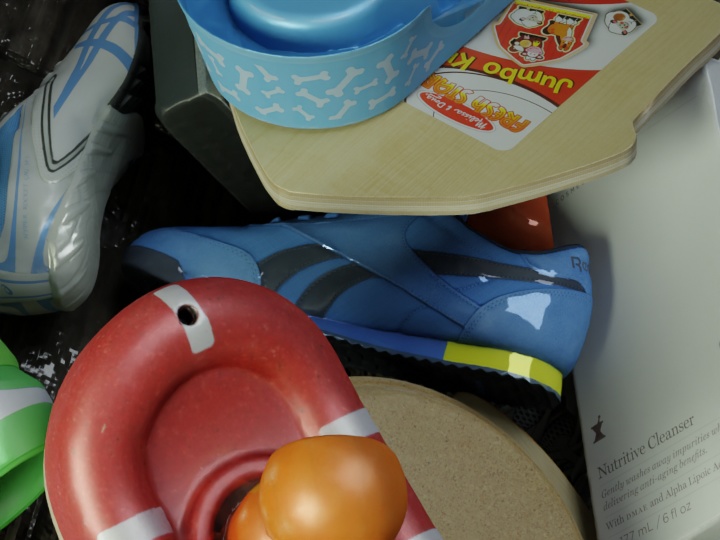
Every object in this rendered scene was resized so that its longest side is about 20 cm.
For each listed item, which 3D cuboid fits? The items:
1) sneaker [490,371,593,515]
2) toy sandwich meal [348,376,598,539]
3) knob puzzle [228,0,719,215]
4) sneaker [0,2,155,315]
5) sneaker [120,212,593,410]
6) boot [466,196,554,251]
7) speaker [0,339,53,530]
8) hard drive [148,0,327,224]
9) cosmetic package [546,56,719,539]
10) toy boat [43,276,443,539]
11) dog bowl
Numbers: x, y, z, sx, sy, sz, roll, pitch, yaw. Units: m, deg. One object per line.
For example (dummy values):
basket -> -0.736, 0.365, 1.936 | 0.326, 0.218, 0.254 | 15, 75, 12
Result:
sneaker -> 0.091, 0.070, 1.166 | 0.199, 0.075, 0.116 | 22, 47, -18
toy sandwich meal -> 0.012, 0.131, 1.070 | 0.204, 0.070, 0.206 | 13, 59, -23
knob puzzle -> 0.031, -0.079, 1.108 | 0.218, 0.031, 0.220 | -2, 44, 2
sneaker -> -0.130, -0.056, 1.134 | 0.072, 0.072, 0.200 | 8, 37, 6
sneaker -> 0.000, 0.000, 1.126 | 0.199, 0.066, 0.079 | 12, 76, 7
boot -> 0.069, -0.091, 1.266 | 0.075, 0.107, 0.201 | 8, 52, -31
speaker -> -0.199, 0.014, 1.011 | 0.200, 0.089, 0.088 | 49, 44, 12
hard drive -> -0.051, -0.113, 1.207 | 0.140, 0.033, 0.201 | 46, 29, -47
cosmetic package -> 0.151, 0.026, 1.121 | 0.081, 0.113, 0.201 | 15, 53, -36
toy boat -> -0.025, 0.091, 0.943 | 0.130, 0.131, 0.201 | -25, 78, -31
dog bowl -> 0.008, -0.130, 1.106 | 0.111, 0.050, 0.200 | 26, 51, 28
